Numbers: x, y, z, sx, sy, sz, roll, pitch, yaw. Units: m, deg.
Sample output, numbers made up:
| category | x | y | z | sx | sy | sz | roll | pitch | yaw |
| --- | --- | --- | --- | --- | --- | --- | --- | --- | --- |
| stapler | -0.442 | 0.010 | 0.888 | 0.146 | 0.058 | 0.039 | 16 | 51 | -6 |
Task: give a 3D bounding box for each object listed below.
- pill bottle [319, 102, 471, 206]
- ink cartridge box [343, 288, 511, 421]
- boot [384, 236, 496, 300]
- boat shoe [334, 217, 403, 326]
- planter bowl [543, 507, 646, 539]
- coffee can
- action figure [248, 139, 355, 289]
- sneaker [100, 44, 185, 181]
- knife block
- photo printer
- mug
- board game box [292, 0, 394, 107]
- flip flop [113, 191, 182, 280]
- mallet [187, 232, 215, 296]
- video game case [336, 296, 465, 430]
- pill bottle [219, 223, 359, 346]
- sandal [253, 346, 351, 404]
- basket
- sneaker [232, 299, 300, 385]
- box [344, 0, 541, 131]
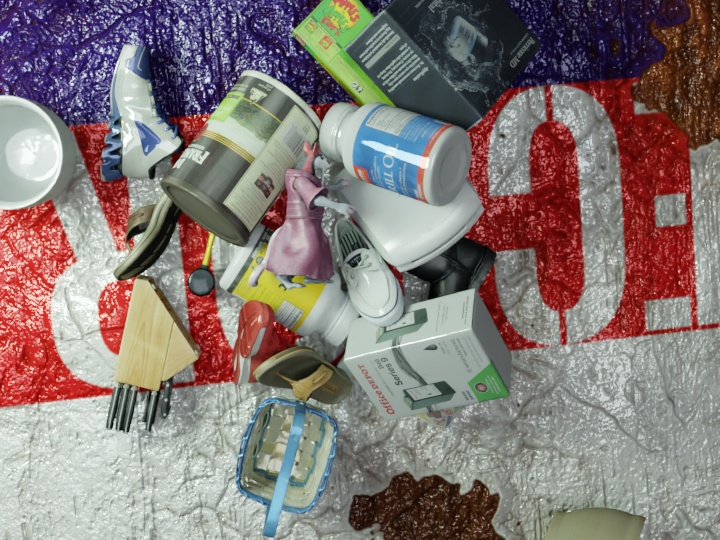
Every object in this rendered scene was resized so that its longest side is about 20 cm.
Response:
| category | x | y | z | sx | sy | sz | roll | pitch | yaw |
| --- | --- | --- | --- | --- | --- | --- | --- | --- | --- |
| pill bottle | 0.044 | -0.168 | 1.389 | 0.199 | 0.112 | 0.113 | 21 | 94 | 31 |
| ink cartridge box | 0.096 | 0.124 | 1.419 | 0.198 | 0.085 | 0.146 | -16 | 128 | 24 |
| boot | 0.098 | 0.006 | 1.520 | 0.161 | 0.073 | 0.200 | 29 | 87 | -10 |
| boat shoe | 0.000 | 0.000 | 1.445 | 0.073 | 0.201 | 0.067 | -35 | 130 | 4 |
| planter bowl | 0.344 | 0.450 | 1.547 | 0.134 | 0.200 | 0.202 | 20 | 94 | 19 |
| coffee can | -0.165 | -0.157 | 1.414 | 0.146 | 0.146 | 0.201 | 37 | 76 | -9 |
| action figure | -0.081 | -0.079 | 1.392 | 0.147 | 0.134 | 0.203 | -1 | 95 | -2 |
| sneaker | -0.306 | -0.220 | 1.455 | 0.114 | 0.081 | 0.202 | 9 | 102 | -11 |
| knife block | -0.335 | 0.132 | 1.489 | 0.175 | 0.064 | 0.201 | -32 | 98 | -3 |
| photo printer | 0.071 | -0.103 | 1.452 | 0.166 | 0.070 | 0.201 | -36 | 55 | 0 |
| mug | -0.491 | -0.153 | 1.387 | 0.198 | 0.175 | 0.149 | -19 | 97 | -3 |
| board game box | 0.004 | -0.314 | 1.488 | 0.102 | 0.048 | 0.200 | -45 | 99 | -1 |
| flip flop | -0.306 | -0.076 | 1.469 | 0.057 | 0.081 | 0.201 | 28 | 89 | 8 |
| mallet | -0.216 | -0.058 | 1.482 | 0.041 | 0.066 | 0.202 | 14 | 94 | -8 |
| video game case | 0.087 | 0.140 | 1.508 | 0.199 | 0.023 | 0.183 | 29 | 127 | -8 |
| pill bottle | -0.098 | 0.027 | 1.481 | 0.199 | 0.111 | 0.112 | 32 | 92 | -9 |
| sandal | -0.072 | 0.164 | 1.462 | 0.080 | 0.054 | 0.200 | -42 | 141 | 13 |
| basket | -0.109 | 0.275 | 1.458 | 0.138 | 0.200 | 0.178 | 16 | 93 | -8 |
| sneaker | -0.120 | 0.103 | 1.466 | 0.114 | 0.200 | 0.079 | 0 | 63 | -17 |
| box | 0.120 | -0.316 | 1.424 | 0.200 | 0.117 | 0.197 | 46 | 56 | -10 |
